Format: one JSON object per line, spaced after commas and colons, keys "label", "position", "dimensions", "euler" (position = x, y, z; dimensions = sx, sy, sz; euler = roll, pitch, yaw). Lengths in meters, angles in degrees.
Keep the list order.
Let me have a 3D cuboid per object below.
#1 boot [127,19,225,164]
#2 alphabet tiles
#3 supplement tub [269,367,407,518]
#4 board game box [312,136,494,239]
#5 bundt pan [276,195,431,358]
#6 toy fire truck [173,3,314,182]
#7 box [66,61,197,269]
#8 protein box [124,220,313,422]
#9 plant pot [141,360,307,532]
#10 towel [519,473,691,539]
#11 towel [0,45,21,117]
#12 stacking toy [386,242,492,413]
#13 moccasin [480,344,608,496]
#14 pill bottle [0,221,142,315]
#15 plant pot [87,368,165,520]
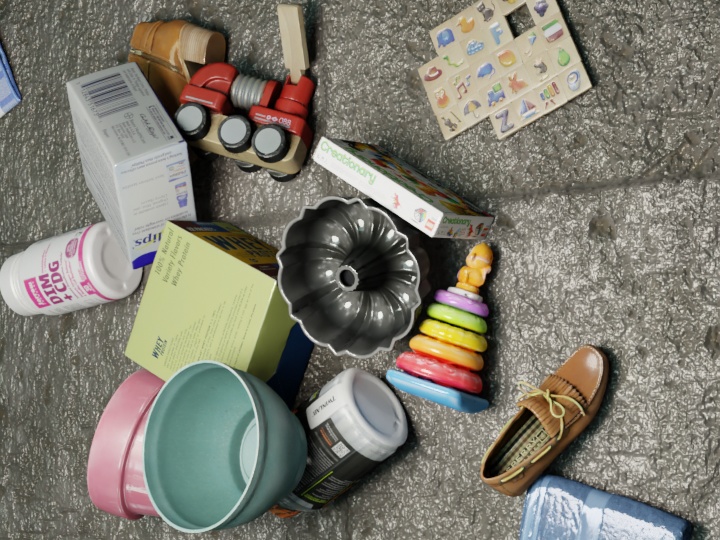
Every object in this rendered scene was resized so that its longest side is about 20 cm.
{"label": "boot", "position": [-0.272, -0.253, 1.895], "dimensions": [0.154, 0.074, 0.202], "euler": [15, 90, 34]}
{"label": "alphabet tiles", "position": [0.165, -0.248, 1.628], "dimensions": [0.199, 0.008, 0.168], "euler": [-29, 75, 30]}
{"label": "supplement tub", "position": [-0.046, 0.223, 1.706], "dimensions": [0.200, 0.122, 0.123], "euler": [-40, 69, 26]}
{"label": "board game box", "position": [0.052, -0.100, 1.641], "dimensions": [0.199, 0.126, 0.035], "euler": [34, 108, 28]}
{"label": "bundt pan", "position": [0.000, 0.000, 1.641], "dimensions": [0.200, 0.076, 0.204], "euler": [9, 109, 27]}
{"label": "toy fire truck", "position": [-0.139, -0.244, 1.779], "dimensions": [0.175, 0.129, 0.201], "euler": [17, 77, 16]}
{"label": "box", "position": [-0.305, -0.141, 1.816], "dimensions": [0.184, 0.104, 0.201], "euler": [56, 157, 36]}
{"label": "protein box", "position": [-0.174, 0.063, 1.784], "dimensions": [0.199, 0.135, 0.200], "euler": [27, 104, 30]}
{"label": "plant pot", "position": [-0.149, 0.216, 1.625], "dimensions": [0.199, 0.134, 0.202], "euler": [-11, 74, 39]}
{"label": "towel", "position": [0.276, 0.307, 1.535], "dimensions": [0.199, 0.048, 0.113], "euler": [14, 94, 34]}
{"label": "towel", "position": [-0.633, -0.289, 2.151], "dimensions": [0.199, 0.024, 0.148], "euler": [-27, 83, 30]}
{"label": "stacking toy", "position": [0.116, 0.062, 1.623], "dimensions": [0.109, 0.116, 0.201], "euler": [17, 88, 30]}
{"label": "moccasin", "position": [0.210, 0.168, 1.547], "dimensions": [0.201, 0.078, 0.074], "euler": [-47, 54, 7]}
{"label": "pill bottle", "position": [-0.426, 0.003, 1.966], "dimensions": [0.199, 0.113, 0.114], "euler": [-14, 82, 33]}
{"label": "plant pot", "position": [-0.241, 0.252, 1.807], "dimensions": [0.178, 0.200, 0.202], "euler": [17, 99, 17]}
